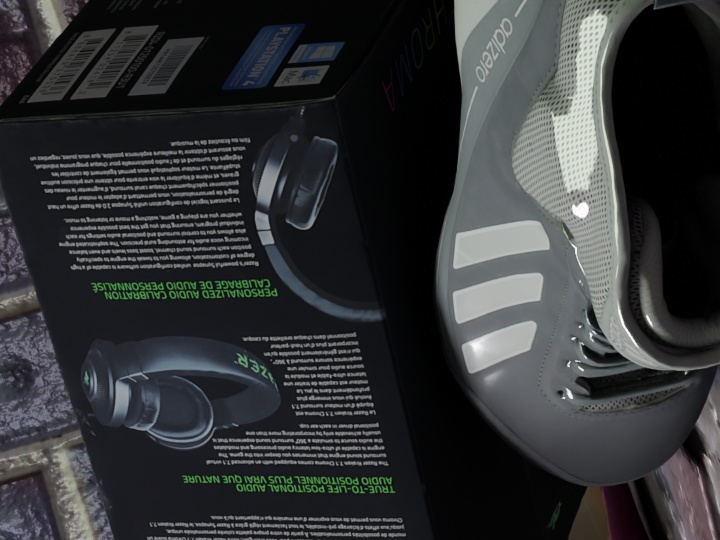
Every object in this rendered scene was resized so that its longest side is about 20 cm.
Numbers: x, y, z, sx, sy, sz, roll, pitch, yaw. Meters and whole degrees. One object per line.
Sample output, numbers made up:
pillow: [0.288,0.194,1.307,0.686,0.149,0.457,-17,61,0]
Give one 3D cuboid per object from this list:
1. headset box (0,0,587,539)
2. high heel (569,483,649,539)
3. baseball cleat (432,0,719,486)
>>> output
headset box: [-0.002,0.005,0.675,0.174,0.092,0.201,-60,-37,-54]
high heel: [0.045,0.052,0.814,0.096,0.067,0.201,-21,-90,-84]
baseball cleat: [0.053,0.002,0.540,0.201,0.069,0.107,77,176,-47]
